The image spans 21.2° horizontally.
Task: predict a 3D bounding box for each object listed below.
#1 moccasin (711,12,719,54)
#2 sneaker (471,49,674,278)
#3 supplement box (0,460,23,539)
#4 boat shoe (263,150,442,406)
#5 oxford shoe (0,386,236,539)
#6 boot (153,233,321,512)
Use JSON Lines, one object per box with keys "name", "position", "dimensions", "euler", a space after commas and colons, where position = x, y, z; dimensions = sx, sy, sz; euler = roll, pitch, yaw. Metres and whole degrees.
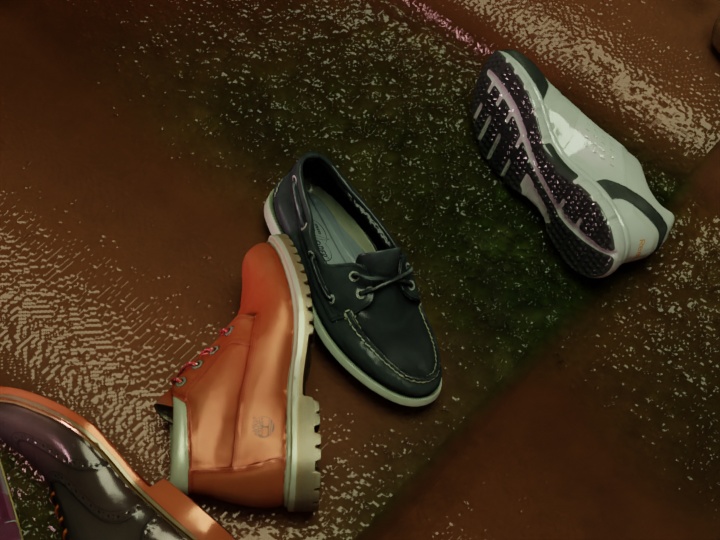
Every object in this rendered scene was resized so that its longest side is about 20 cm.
{"name": "moccasin", "position": [0.345, -0.142, 1.458], "dimensions": [0.073, 0.078, 0.202], "euler": [-16, 58, -19]}
{"name": "sneaker", "position": [0.152, -0.080, 1.401], "dimensions": [0.080, 0.074, 0.201], "euler": [-12, 60, -34]}
{"name": "supplement box", "position": [-0.247, 0.160, 1.074], "dimensions": [0.103, 0.200, 0.131], "euler": [-13, 57, -18]}
{"name": "boat shoe", "position": [0.002, -0.001, 1.306], "dimensions": [0.074, 0.066, 0.200], "euler": [-7, 53, -31]}
{"name": "oxford shoe", "position": [-0.168, 0.140, 1.184], "dimensions": [0.199, 0.071, 0.073], "euler": [32, 74, 26]}
{"name": "boot", "position": [-0.081, 0.061, 1.254], "dimensions": [0.106, 0.075, 0.201], "euler": [0, 55, -3]}
